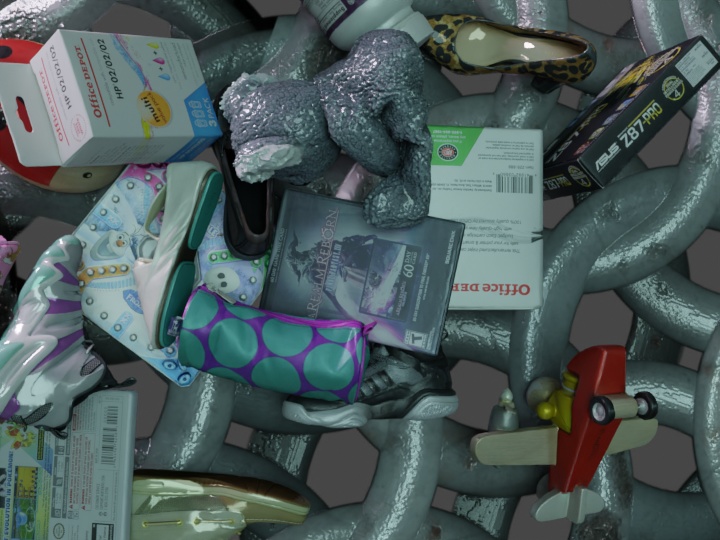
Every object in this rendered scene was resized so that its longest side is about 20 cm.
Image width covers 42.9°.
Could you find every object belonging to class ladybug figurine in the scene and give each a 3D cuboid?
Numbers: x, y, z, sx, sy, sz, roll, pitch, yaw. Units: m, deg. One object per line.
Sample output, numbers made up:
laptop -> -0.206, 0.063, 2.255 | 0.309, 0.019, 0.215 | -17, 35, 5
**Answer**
ladybug figurine -> -0.335, -0.165, 0.954 | 0.200, 0.072, 0.136 | 36, 82, -7

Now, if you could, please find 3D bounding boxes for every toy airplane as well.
toy airplane -> 0.233, 0.182, 1.033 | 0.199, 0.141, 0.200 | -39, 132, 0

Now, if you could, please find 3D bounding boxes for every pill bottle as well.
pill bottle -> -0.011, -0.314, 1.001 | 0.112, 0.112, 0.200 | -39, 95, -10

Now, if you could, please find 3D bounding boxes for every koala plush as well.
koala plush -> -0.039, -0.149, 0.923 | 0.199, 0.178, 0.184 | -7, 134, -7

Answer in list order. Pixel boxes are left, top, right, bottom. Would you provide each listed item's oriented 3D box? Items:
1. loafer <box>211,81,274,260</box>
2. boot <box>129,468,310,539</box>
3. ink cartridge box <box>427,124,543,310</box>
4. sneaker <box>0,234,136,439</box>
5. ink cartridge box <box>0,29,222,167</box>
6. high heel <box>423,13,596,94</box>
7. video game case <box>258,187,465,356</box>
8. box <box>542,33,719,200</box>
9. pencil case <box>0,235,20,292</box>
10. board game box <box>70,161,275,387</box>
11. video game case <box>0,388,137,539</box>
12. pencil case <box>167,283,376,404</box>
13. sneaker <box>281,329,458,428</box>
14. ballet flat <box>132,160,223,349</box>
loafer -> -0.118, -0.114, 0.982 | 0.072, 0.063, 0.201 | -2, 77, -19
boot -> -0.159, 0.297, 0.971 | 0.199, 0.072, 0.155 | 7, 86, -3
ink cartridge box -> 0.124, -0.056, 1.031 | 0.146, 0.084, 0.201 | 1, 88, -10
sneaker -> -0.284, 0.073, 0.918 | 0.140, 0.078, 0.200 | 27, 63, -17
ink cartridge box -> -0.248, -0.170, 0.912 | 0.200, 0.068, 0.115 | -11, 78, -48
high heel -> 0.158, -0.257, 1.015 | 0.200, 0.143, 0.072 | 18, 85, -10
video game case -> 0.000, 0.000, 0.980 | 0.199, 0.019, 0.143 | 12, 90, 8
box -> 0.288, -0.166, 1.028 | 0.200, 0.161, 0.049 | -45, 97, -8
pencil case -> -0.401, 0.059, 0.916 | 0.083, 0.087, 0.201 | 8, 80, 6
board game box -> -0.208, -0.009, 0.996 | 0.200, 0.026, 0.200 | 38, 82, -7
video game case -> -0.325, 0.219, 0.945 | 0.182, 0.022, 0.201 | 2, 88, 5
pencil case -> -0.089, 0.074, 0.938 | 0.199, 0.085, 0.093 | 13, 105, 3
sneaker -> 0.009, 0.111, 1.012 | 0.199, 0.075, 0.114 | -2, 87, -16
ballet flat -> -0.200, -0.020, 0.956 | 0.069, 0.069, 0.201 | 16, 90, -10
